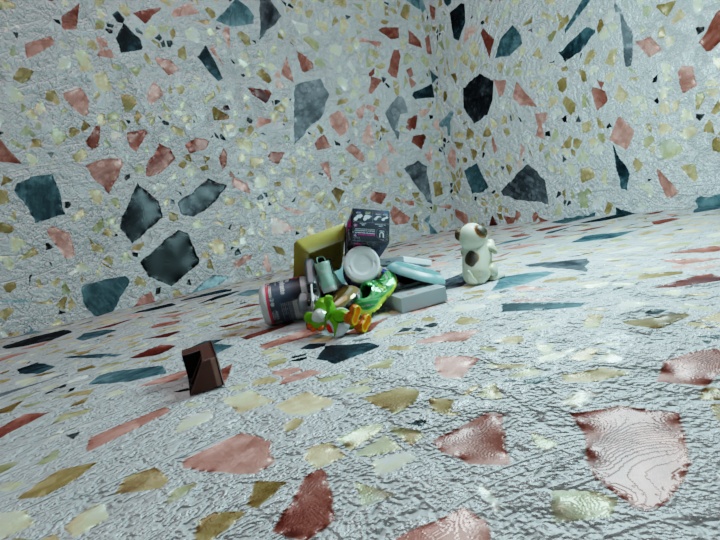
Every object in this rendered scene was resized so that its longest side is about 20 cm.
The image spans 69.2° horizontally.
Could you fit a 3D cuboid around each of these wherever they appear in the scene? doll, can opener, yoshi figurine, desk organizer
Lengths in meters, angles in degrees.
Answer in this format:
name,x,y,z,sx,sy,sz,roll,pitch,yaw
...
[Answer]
name,x,y,z,sx,sy,sz,roll,pitch,yaw
doll,0.162,0.030,1.812,0.198,0.049,0.136,13,-11,16
can opener,-0.166,0.045,1.649,0.066,0.053,0.201,0,46,-6
yoshi figurine,-0.068,0.115,1.438,0.198,0.114,0.112,-1,11,37
desk organizer,-0.373,0.225,1.226,0.076,0.073,0.200,-16,8,-18

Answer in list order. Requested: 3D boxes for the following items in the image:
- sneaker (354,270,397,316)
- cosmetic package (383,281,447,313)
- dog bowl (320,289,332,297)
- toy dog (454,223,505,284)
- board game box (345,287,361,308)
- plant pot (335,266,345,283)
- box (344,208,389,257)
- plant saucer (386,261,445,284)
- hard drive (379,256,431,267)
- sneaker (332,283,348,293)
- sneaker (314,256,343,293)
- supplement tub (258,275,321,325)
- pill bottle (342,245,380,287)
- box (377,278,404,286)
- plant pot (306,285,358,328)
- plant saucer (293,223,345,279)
name,x,y,z,sx,sy,sz,roll,pitch,yaw
sneaker,0.049,0.056,1.605,0.074,0.084,0.200,-29,16,45
cosmetic package,0.163,0.080,1.637,0.149,0.052,0.200,-16,8,-14
dog bowl,-0.163,0.100,1.897,0.198,0.075,0.200,-11,6,1
toy dog,0.386,-0.060,1.782,0.139,0.202,0.193,-5,9,45
board game box,0.016,0.081,1.740,0.199,0.035,0.126,-18,-14,-46
plant pot,-0.172,0.037,2.060,0.199,0.201,0.135,-6,36,38
box,0.018,-0.118,1.755,0.130,0.116,0.200,3,-15,-8
plant saucer,0.182,0.004,1.694,0.198,0.028,0.200,14,9,-2
hard drive,0.152,-0.026,1.879,0.131,0.027,0.199,-6,-6,36
sneaker,-0.026,0.082,1.846,0.079,0.078,0.199,6,16,40
sneaker,-0.107,0.009,1.736,0.073,0.120,0.200,-16,1,-2
supplement tub,-0.229,0.098,1.737,0.198,0.142,0.140,-12,7,-3
pill bottle,0.000,0.000,1.743,0.118,0.121,0.200,-12,-13,-6
box,0.071,0.045,1.977,0.198,0.076,0.100,-5,8,32
plant pot,-0.092,0.105,1.600,0.199,0.028,0.200,-35,8,6
plant saucer,-0.131,-0.045,1.786,0.199,0.201,0.049,-23,53,-27
